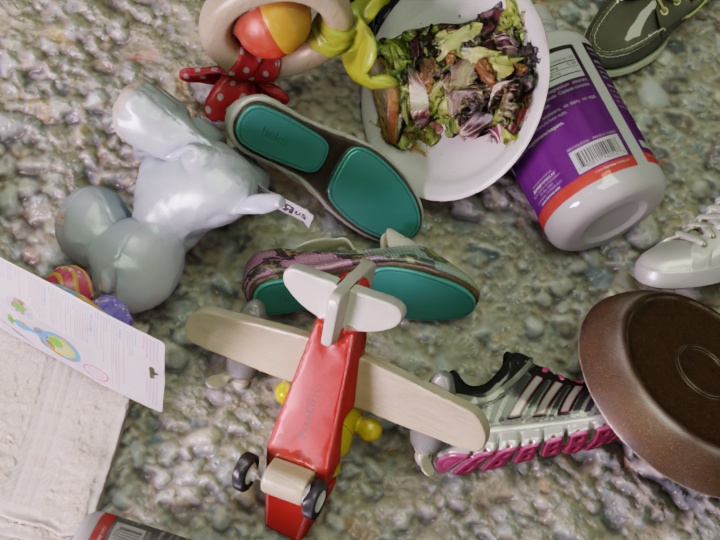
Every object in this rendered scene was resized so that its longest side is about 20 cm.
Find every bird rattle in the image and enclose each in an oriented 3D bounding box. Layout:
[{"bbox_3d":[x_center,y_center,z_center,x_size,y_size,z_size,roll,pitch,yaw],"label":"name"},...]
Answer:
[{"bbox_3d":[-0.070,-0.201,1.406,0.198,0.163,0.114,-10,61,19],"label":"bird rattle"}]

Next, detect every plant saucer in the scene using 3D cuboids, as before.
[{"bbox_3d":[0.267,0.089,1.344,0.199,0.035,0.201,18,44,-19],"label":"plant saucer"}]

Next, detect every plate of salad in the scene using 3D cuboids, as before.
[{"bbox_3d":[0.072,-0.160,1.419,0.048,0.199,0.202,11,54,-50],"label":"plate of salad"}]

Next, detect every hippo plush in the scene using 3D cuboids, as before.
[{"bbox_3d":[-0.156,-0.040,1.376,0.200,0.159,0.161,40,94,18],"label":"hippo plush"}]

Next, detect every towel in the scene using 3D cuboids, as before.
[{"bbox_3d":[-0.254,0.118,1.331,0.131,0.035,0.202,13,65,0],"label":"towel"}]

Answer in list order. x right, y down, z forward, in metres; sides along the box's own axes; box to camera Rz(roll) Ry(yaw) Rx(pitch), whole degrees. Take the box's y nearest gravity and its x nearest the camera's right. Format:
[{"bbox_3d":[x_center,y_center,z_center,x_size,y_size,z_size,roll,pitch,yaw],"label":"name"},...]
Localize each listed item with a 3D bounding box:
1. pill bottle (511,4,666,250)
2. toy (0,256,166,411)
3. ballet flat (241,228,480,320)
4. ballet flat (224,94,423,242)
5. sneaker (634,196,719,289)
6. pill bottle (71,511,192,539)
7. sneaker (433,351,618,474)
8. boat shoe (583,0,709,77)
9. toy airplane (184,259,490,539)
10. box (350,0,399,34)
[{"bbox_3d":[0.172,-0.125,1.439,0.112,0.113,0.201,-20,68,-14],"label":"pill bottle"},{"bbox_3d":[-0.231,0.026,1.296,0.199,0.115,0.047,24,60,6],"label":"toy"},{"bbox_3d":[0.000,0.000,1.397,0.198,0.069,0.072,0,46,-5],"label":"ballet flat"},{"bbox_3d":[-0.031,-0.092,1.419,0.199,0.069,0.070,31,62,-24],"label":"ballet flat"},{"bbox_3d":[0.314,-0.046,1.423,0.199,0.073,0.085,-19,112,-22],"label":"sneaker"},{"bbox_3d":[-0.124,0.260,1.234,0.198,0.116,0.117,18,65,3],"label":"pill bottle"},{"bbox_3d":[0.148,0.103,1.353,0.198,0.074,0.088,-11,71,-6],"label":"sneaker"},{"bbox_3d":[0.277,-0.254,1.535,0.201,0.060,0.072,-40,74,-20],"label":"boat shoe"},{"bbox_3d":[-0.021,0.086,1.310,0.198,0.141,0.201,-28,83,17],"label":"toy airplane"},{"bbox_3d":[-0.042,-0.326,1.491,0.199,0.148,0.105,28,65,6],"label":"box"}]
